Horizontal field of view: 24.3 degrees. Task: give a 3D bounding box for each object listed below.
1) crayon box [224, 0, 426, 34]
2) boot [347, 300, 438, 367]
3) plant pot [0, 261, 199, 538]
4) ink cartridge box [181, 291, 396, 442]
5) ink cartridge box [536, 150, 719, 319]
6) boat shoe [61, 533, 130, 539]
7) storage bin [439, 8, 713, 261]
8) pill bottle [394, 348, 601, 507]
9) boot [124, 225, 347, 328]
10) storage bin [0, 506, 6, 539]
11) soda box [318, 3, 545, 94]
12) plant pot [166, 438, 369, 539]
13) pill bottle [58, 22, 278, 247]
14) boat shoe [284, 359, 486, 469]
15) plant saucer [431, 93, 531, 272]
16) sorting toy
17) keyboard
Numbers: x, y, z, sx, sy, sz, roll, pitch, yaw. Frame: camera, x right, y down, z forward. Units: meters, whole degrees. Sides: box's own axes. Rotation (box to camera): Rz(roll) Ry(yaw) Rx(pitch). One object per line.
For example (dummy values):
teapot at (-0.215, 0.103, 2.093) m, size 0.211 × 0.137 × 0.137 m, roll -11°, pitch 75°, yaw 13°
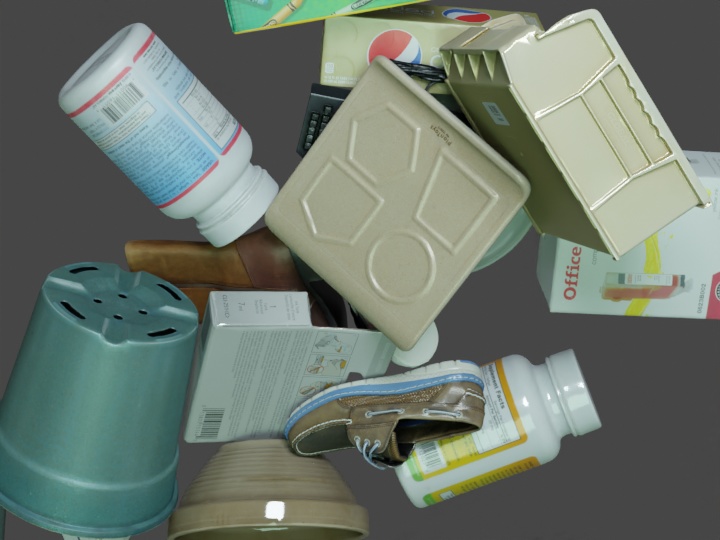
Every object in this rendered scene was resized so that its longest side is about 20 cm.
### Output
crayon box at (-0.018, -0.264, 1.456) m, size 0.199 × 0.119 × 0.058 m, roll -10°, pitch 113°, yaw 2°
boot at (0.000, 0.000, 1.579) m, size 0.073 × 0.090 × 0.201 m, roll -28°, pitch 103°, yaw -18°
plant pot at (-0.245, 0.111, 1.561) m, size 0.199 × 0.200 × 0.197 m, roll 14°, pitch 114°, yaw -7°
ink cartridge box at (-0.070, 0.095, 1.584) m, size 0.176 × 0.045 × 0.200 m, roll 2°, pitch 143°, yaw -15°
ink cartridge box at (0.275, -0.035, 1.580) m, size 0.199 × 0.083 × 0.146 m, roll 2°, pitch 113°, yaw -2°
boat shoe at (-0.266, 0.265, 1.708) m, size 0.065 × 0.074 × 0.201 m, roll -13°, pitch 123°, yaw -1°
storage bin at (0.169, -0.121, 1.393) m, size 0.094 × 0.200 × 0.199 m, roll -34°, pitch 103°, yaw -6°
pill bottle at (0.129, 0.149, 1.640) m, size 0.199 × 0.111 × 0.111 m, roll -21°, pitch 112°, yaw 7°
boot at (-0.117, 0.047, 1.617) m, size 0.199 × 0.069 × 0.189 m, roll -8°, pitch 124°, yaw 8°
storage bin at (-0.417, 0.223, 1.651) m, size 0.134 × 0.146 × 0.201 m, roll 2°, pitch 114°, yaw -13°
soda box at (0.064, -0.201, 1.515) m, size 0.199 × 0.064 × 0.068 m, roll 4°, pitch 113°, yaw -3°
plant pot at (-0.092, 0.220, 1.652) m, size 0.200 × 0.201 × 0.093 m, roll -2°, pitch 74°, yaw -1°
pill bottle at (-0.170, -0.119, 1.519) m, size 0.109 × 0.109 × 0.200 m, roll -38°, pitch 109°, yaw 14°
boat shoe at (0.021, 0.144, 1.569) m, size 0.199 × 0.073 × 0.072 m, roll -20°, pitch 144°, yaw 16°
plant saucer at (0.077, -0.078, 1.575) m, size 0.199 × 0.050 × 0.201 m, roll 0°, pitch 113°, yaw -1°
sorting toy at (0.031, -0.058, 1.470) m, size 0.185 × 0.036 × 0.200 m, roll 42°, pitch 114°, yaw 15°
keyboard at (0.051, -0.134, 1.502) m, size 0.199 × 0.021 × 0.127 m, roll 10°, pitch 121°, yaw -8°
